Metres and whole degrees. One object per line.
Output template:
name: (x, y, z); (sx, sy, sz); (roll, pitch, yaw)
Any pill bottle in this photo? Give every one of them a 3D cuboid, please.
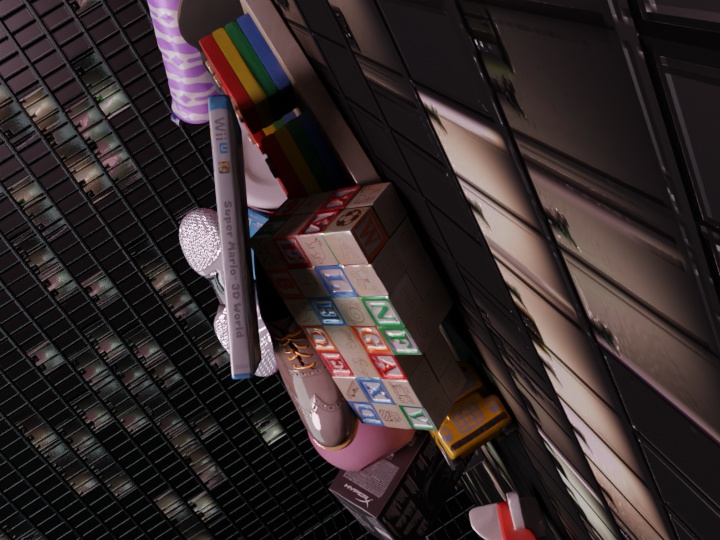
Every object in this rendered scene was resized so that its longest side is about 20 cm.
pill bottle: (-0.097, -0.118, 0.923); (0.113, 0.111, 0.200); (58, 177, 0)

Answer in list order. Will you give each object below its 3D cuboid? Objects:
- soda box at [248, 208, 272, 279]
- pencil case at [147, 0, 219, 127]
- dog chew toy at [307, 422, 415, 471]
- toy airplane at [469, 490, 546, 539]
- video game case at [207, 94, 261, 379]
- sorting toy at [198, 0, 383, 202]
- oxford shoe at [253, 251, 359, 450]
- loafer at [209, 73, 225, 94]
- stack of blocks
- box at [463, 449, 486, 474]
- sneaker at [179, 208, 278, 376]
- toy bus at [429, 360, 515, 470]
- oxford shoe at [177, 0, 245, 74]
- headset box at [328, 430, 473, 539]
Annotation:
soda box: (-0.041, 0.001, 0.800); (0.199, 0.065, 0.067); (28, -168, 40)
pencil case: (-0.192, -0.265, 0.915); (0.086, 0.083, 0.202); (47, 151, 36)
dog chew toy: (-0.021, 0.111, 0.877); (0.202, 0.123, 0.125); (61, 178, 15)
toy airplane: (0.163, 0.332, 0.827); (0.201, 0.140, 0.199); (59, 177, -15)
video game case: (-0.098, -0.023, 0.645); (0.143, 0.018, 0.203); (167, 97, -86)
sorting toy: (-0.060, -0.119, 0.717); (0.200, 0.069, 0.200); (58, 177, 4)
oxford shoe: (-0.055, 0.063, 0.701); (0.073, 0.070, 0.203); (-12, -96, -71)
loafer: (-0.121, -0.206, 0.932); (0.200, 0.062, 0.073); (65, -145, -75)
stack of blocks: (0.011, 0.035, 0.643); (0.114, 0.059, 0.201); (-3, 127, 43)
box: (0.108, 0.193, 1.253); (0.201, 0.043, 0.160); (60, 176, -27)
sneaker: (-0.125, 0.012, 0.924); (0.202, 0.075, 0.114); (67, -154, -11)
toy bus: (0.095, 0.139, 0.770); (0.079, 0.065, 0.200); (59, 178, 16)
oxford shoe: (-0.130, -0.242, 0.736); (0.200, 0.070, 0.072); (138, 125, -82)
headset box: (0.066, 0.218, 0.967); (0.077, 0.201, 0.149); (20, 156, 33)
